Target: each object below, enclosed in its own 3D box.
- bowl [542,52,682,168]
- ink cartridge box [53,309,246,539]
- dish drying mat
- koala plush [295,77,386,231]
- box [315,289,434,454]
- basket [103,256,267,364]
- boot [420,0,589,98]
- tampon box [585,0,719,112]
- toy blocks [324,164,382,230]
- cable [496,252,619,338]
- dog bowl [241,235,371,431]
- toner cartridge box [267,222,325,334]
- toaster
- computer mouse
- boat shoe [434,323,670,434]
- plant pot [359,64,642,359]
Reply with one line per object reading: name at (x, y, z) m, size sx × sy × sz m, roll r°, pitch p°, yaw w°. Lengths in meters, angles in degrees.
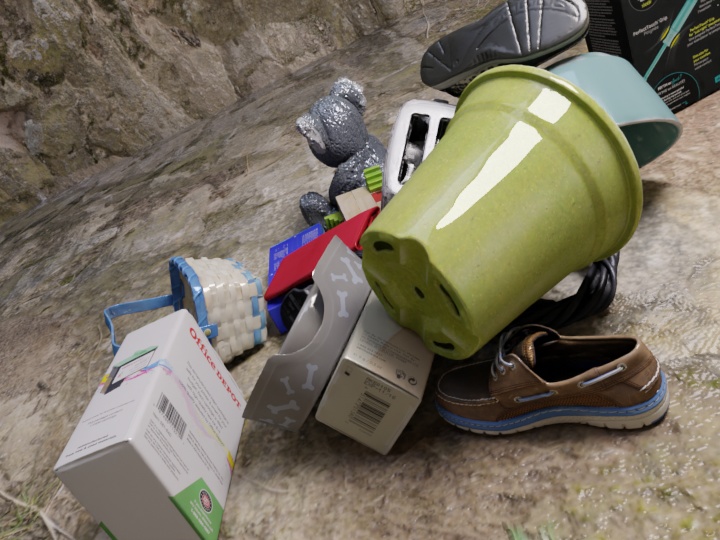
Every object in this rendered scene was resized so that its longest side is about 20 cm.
bowl at (0.243, -0.166, 0.721) m, size 0.195 × 0.108 × 0.201 m, roll -13°, pitch -13°, yaw -3°
ink cartridge box at (-0.193, 0.160, 0.637) m, size 0.082 × 0.147 × 0.202 m, roll -21°, pitch 27°, yaw 11°
dish drying mat at (-0.052, -0.018, 0.800) m, size 0.198 × 0.018 × 0.078 m, roll -27°, pitch 32°, yaw 46°
koala plush at (-0.021, -0.194, 1.040) m, size 0.180 × 0.203 × 0.178 m, roll 0°, pitch 36°, yaw 43°
box at (0.032, 0.062, 0.628) m, size 0.202 × 0.076 × 0.096 m, roll -63°, pitch -1°, yaw -49°
basket at (-0.229, 0.060, 0.838) m, size 0.195 × 0.144 × 0.176 m, roll -7°, pitch 18°, yaw -24°
boot at (0.189, -0.240, 0.756) m, size 0.199 × 0.152 × 0.076 m, roll -10°, pitch 71°, yaw 37°
tampon box at (0.402, -0.335, 0.877) m, size 0.147 × 0.204 × 0.127 m, roll -26°, pitch 25°, yaw 1°
toy blocks at (0.054, -0.073, 0.892) m, size 0.195 × 0.102 × 0.138 m, roll -19°, pitch 39°, yaw -4°
cable at (0.172, 0.005, 0.667) m, size 0.162 × 0.052 × 0.198 m, roll -39°, pitch 29°, yaw -21°
dog bowl at (-0.048, 0.069, 0.649) m, size 0.204 × 0.058 × 0.200 m, roll -63°, pitch 1°, yaw 1°
toner cartridge box at (-0.085, 0.005, 0.927) m, size 0.093 × 0.044 × 0.201 m, roll -24°, pitch 27°, yaw 6°
toaster at (0.080, -0.107, 0.780) m, size 0.110 × 0.130 × 0.205 m, roll 11°, pitch 67°, yaw 9°
computer mouse at (-0.037, 0.026, 0.768) m, size 0.034 × 0.059 × 0.199 m, roll -35°, pitch 0°, yaw -44°
boat shoe at (0.144, 0.083, 0.529) m, size 0.195 × 0.074 × 0.073 m, roll -11°, pitch 30°, yaw 31°
plant pot at (0.102, -0.035, 0.546) m, size 0.183 × 0.203 × 0.198 m, roll -40°, pitch 29°, yaw -22°
